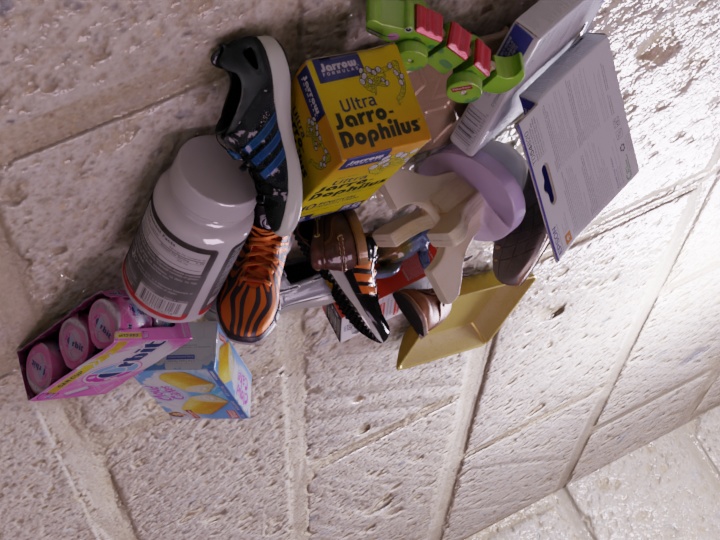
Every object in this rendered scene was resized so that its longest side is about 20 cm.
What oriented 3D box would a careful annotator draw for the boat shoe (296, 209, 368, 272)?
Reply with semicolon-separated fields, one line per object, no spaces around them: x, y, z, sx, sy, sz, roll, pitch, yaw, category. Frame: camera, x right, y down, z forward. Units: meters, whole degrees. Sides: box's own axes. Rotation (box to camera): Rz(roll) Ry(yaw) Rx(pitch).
-0.040;-0.056;1.491;0.069;0.200;0.071;-13;112;-4;boat shoe

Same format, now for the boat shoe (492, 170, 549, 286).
0.232;-0.069;1.615;0.071;0.075;0.202;29;86;-43;boat shoe

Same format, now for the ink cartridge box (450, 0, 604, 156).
0.202;-0.251;1.504;0.200;0.043;0.197;-43;167;-40;ink cartridge box

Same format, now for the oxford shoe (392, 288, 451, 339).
0.090;0.045;1.758;0.071;0.072;0.200;-34;174;2;oxford shoe

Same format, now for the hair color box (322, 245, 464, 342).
0.046;0.018;1.820;0.198;0.064;0.111;-27;162;-12;hair color box

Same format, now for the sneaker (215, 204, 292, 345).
-0.118;-0.020;1.468;0.076;0.202;0.113;9;140;-2;sneaker

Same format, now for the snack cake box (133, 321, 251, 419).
-0.219;0.134;1.692;0.113;0.068;0.200;-3;156;8;snack cake box

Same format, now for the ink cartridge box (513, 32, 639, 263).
0.250;-0.147;1.538;0.200;0.040;0.201;-43;128;-32;ink cartridge box

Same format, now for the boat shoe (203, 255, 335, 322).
-0.110;0.015;1.662;0.198;0.070;0.072;-13;127;-24;boat shoe

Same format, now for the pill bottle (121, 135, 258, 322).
-0.181;-0.045;1.399;0.113;0.115;0.201;-11;149;-36;pill bottle

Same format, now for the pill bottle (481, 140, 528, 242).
0.198;-0.093;1.738;0.110;0.112;0.200;-36;155;11;pill bottle

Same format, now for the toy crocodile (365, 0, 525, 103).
0.087;-0.235;1.344;0.198;0.068;0.061;24;147;-30;toy crocodile

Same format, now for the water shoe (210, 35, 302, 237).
-0.108;-0.131;1.290;0.078;0.203;0.071;-11;-166;-21;water shoe

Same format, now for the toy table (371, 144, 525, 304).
0.101;-0.067;1.572;0.117;0.185;0.200;-36;-175;-23;toy table

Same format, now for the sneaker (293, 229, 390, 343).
0.000;0.000;1.638;0.090;0.070;0.201;-40;116;-14;sneaker

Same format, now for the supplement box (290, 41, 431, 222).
-0.028;-0.136;1.344;0.108;0.111;0.200;-16;169;-27;supplement box

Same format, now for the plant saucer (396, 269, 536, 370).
0.159;0.067;2.066;0.198;0.049;0.201;-13;151;-34;plant saucer

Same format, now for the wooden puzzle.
0.064;-0.199;1.477;0.198;0.047;0.186;-23;155;-28;wooden puzzle

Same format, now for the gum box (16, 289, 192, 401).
-0.298;0.085;1.511;0.199;0.067;0.113;-31;160;38;gum box

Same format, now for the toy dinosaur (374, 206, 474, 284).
0.057;-0.052;1.742;0.181;0.198;0.106;-35;125;-44;toy dinosaur
